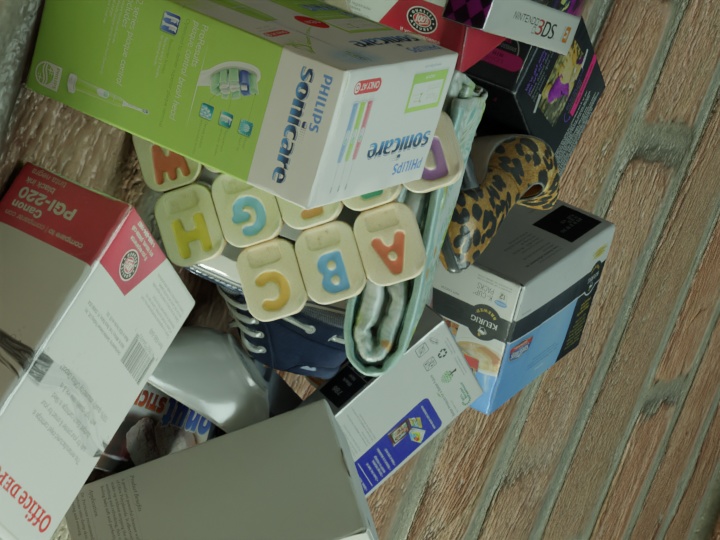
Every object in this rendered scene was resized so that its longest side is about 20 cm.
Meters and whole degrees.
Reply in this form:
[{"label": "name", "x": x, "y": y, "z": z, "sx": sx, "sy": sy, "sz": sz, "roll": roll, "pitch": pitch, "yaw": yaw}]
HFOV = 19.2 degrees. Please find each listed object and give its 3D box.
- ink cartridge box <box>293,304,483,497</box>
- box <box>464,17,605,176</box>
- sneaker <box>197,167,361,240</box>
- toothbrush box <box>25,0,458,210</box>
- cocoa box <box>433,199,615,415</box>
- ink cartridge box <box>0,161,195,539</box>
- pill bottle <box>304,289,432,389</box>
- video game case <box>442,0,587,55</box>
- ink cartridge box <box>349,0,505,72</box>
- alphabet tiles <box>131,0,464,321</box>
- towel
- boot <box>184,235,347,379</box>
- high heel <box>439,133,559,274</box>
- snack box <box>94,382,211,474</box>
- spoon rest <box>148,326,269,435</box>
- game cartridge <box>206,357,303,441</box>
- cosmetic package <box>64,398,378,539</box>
[{"label": "ink cartridge box", "x": -0.003, "y": 0.121, "z": 1.596, "sx": 0.200, "sy": 0.039, "sz": 0.100, "roll": -42, "pitch": 137, "yaw": -12}, {"label": "box", "x": 0.109, "y": -0.162, "z": 1.695, "sx": 0.106, "sy": 0.122, "sz": 0.200, "roll": -62, "pitch": 158, "yaw": -12}, {"label": "sneaker", "x": -0.039, "y": -0.080, "z": 1.446, "sx": 0.200, "sy": 0.074, "sz": 0.116, "roll": 20, "pitch": 92, "yaw": -45}, {"label": "toothbrush box", "x": -0.068, "y": -0.116, "z": 1.233, "sx": 0.145, "sy": 0.199, "sz": 0.086, "roll": -17, "pitch": 129, "yaw": -61}, {"label": "cocoa box", "x": 0.116, "y": 0.018, "z": 1.879, "sx": 0.200, "sy": 0.133, "sz": 0.132, "roll": -30, "pitch": 140, "yaw": -56}, {"label": "ink cartridge box", "x": -0.198, "y": 0.059, "z": 1.270, "sx": 0.200, "sy": 0.085, "sz": 0.146, "roll": -61, "pitch": 158, "yaw": -17}, {"label": "pill bottle", "x": 0.000, "y": 0.000, "z": 1.626, "sx": 0.112, "sy": 0.112, "sz": 0.200, "roll": -50, "pitch": 153, "yaw": -34}, {"label": "video game case", "x": 0.129, "y": -0.245, "z": 1.381, "sx": 0.181, "sy": 0.036, "sz": 0.201, "roll": 0, "pitch": 112, "yaw": -68}, {"label": "ink cartridge box", "x": 0.052, "y": -0.267, "z": 1.424, "sx": 0.145, "sy": 0.145, "sz": 0.201, "roll": -41, "pitch": 148, "yaw": -47}, {"label": "alphabet tiles", "x": -0.041, "y": -0.075, "z": 1.328, "sx": 0.015, "sy": 0.199, "sz": 0.196, "roll": -8, "pitch": 82, "yaw": -78}, {"label": "towel", "x": 0.038, "y": -0.035, "z": 1.405, "sx": 0.171, "sy": 0.048, "sz": 0.201, "roll": -27, "pitch": 133, "yaw": -82}, {"label": "boot", "x": -0.070, "y": 0.022, "z": 1.490, "sx": 0.200, "sy": 0.073, "sz": 0.090, "roll": 19, "pitch": 118, "yaw": -36}, {"label": "high heel", "x": 0.101, "y": -0.040, "z": 1.615, "sx": 0.200, "sy": 0.071, "sz": 0.143, "roll": 33, "pitch": 52, "yaw": -54}, {"label": "snack box", "x": -0.149, "y": 0.114, "z": 1.518, "sx": 0.072, "sy": 0.024, "sz": 0.200, "roll": -67, "pitch": 159, "yaw": -4}, {"label": "spoon rest", "x": -0.121, "y": 0.059, "z": 1.466, "sx": 0.060, "sy": 0.100, "sz": 0.200, "roll": -33, "pitch": 143, "yaw": 3}, {"label": "game cartridge", "x": -0.081, "y": 0.182, "z": 1.586, "sx": 0.133, "sy": 0.040, "sz": 0.201, "roll": 48, "pitch": 48, "yaw": -49}, {"label": "cosmetic package", "x": -0.094, "y": 0.180, "z": 1.465, "sx": 0.199, "sy": 0.108, "sz": 0.085, "roll": -18, "pitch": 150, "yaw": 1}]
